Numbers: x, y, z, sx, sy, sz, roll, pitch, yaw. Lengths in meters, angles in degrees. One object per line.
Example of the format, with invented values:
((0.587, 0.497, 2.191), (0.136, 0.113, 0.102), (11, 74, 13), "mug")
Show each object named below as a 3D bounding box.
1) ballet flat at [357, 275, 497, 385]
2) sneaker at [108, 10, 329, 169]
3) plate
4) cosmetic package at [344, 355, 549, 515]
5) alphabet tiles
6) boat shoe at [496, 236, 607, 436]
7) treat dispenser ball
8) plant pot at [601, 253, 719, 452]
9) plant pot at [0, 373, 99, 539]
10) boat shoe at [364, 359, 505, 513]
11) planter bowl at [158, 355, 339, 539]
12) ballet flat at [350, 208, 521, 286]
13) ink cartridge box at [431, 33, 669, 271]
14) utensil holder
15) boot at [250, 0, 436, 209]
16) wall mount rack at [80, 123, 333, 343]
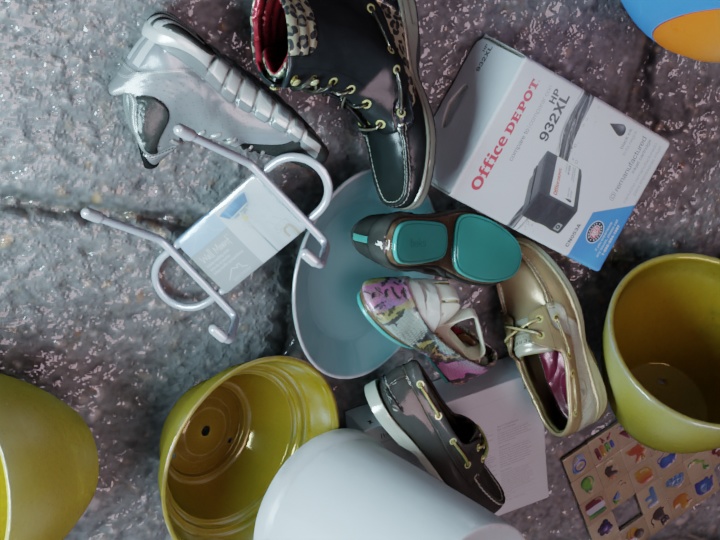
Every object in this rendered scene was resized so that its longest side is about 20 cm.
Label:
((0.070, 0.048, 1.543), (0.071, 0.069, 0.200), (-26, 144, 18), "ballet flat")
((-0.130, -0.121, 1.409), (0.200, 0.075, 0.116), (37, 98, -26), "sneaker")
((0.000, 0.000, 1.522), (0.200, 0.026, 0.201), (-23, 121, -43), "plate")
((0.089, 0.185, 1.662), (0.199, 0.052, 0.151), (-17, 119, -21), "cosmetic package")
((0.323, 0.215, 1.827), (0.200, 0.008, 0.168), (-32, 122, -13), "alphabet tiles")
((0.176, 0.066, 1.606), (0.066, 0.074, 0.201), (-31, 96, -46), "boat shoe")
((0.324, -0.288, 1.491), (0.200, 0.201, 0.202), (-11, 116, -24), "treat dispenser ball")
((0.326, 0.106, 1.677), (0.199, 0.200, 0.142), (-15, 150, -22), "plant pot")
((-0.304, 0.169, 1.382), (0.142, 0.200, 0.201), (-7, 117, -53), "plant pot")
((0.085, 0.163, 1.573), (0.060, 0.072, 0.201), (-35, 121, 13), "boat shoe")
((-0.120, 0.158, 1.508), (0.200, 0.083, 0.201), (-20, 121, -37), "planter bowl")
((0.066, -0.027, 1.515), (0.200, 0.068, 0.068), (11, 88, -49), "ballet flat")
((0.169, -0.108, 1.558), (0.200, 0.084, 0.145), (25, 98, -33), "ink cartridge box")
((0.028, 0.257, 1.489), (0.170, 0.200, 0.171), (-20, 121, -37), "utensil holder")
((-0.016, -0.148, 1.407), (0.153, 0.073, 0.204), (-8, 93, -42), "boot")
((-0.127, -0.038, 1.403), (0.200, 0.075, 0.174), (-39, 106, 23), "wall mount rack")
